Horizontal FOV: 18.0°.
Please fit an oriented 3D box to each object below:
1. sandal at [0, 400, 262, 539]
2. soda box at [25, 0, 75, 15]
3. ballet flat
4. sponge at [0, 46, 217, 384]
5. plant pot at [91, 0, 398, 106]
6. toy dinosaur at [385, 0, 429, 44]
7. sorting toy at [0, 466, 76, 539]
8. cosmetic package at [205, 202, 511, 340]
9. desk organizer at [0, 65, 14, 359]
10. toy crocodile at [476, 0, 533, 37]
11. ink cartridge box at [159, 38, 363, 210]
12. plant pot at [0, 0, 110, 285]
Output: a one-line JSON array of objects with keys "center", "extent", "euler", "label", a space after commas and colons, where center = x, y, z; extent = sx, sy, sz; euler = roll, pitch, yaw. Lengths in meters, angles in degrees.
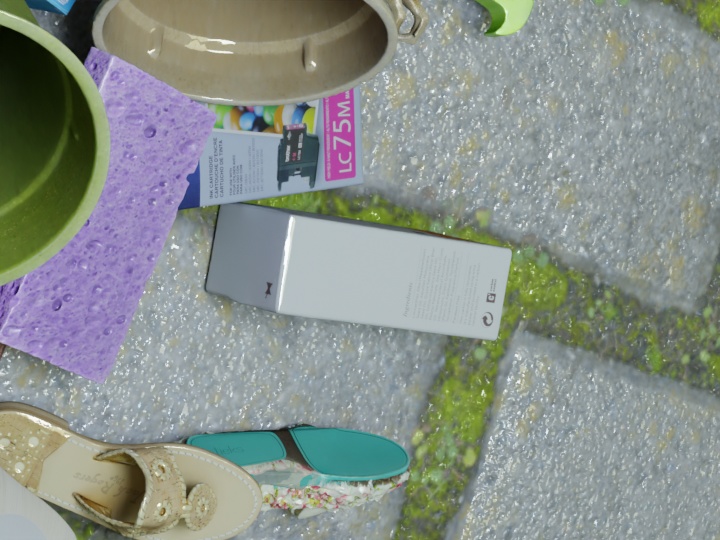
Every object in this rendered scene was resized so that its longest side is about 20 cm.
[{"center": [-0.164, 0.153, 1.547], "extent": [0.210, 0.070, 0.078], "euler": [20, 105, -16], "label": "sandal"}, {"center": [-0.259, -0.245, 1.450], "extent": [0.200, 0.068, 0.064], "euler": [37, 79, -33], "label": "soda box"}, {"center": [-0.058, 0.152, 1.669], "extent": [0.199, 0.076, 0.064], "euler": [4, 127, -30], "label": "ballet flat"}, {"center": [-0.173, -0.034, 1.500], "extent": [0.111, 0.030, 0.201], "euler": [26, 86, -52], "label": "sponge"}, {"center": [-0.075, -0.234, 1.500], "extent": [0.199, 0.200, 0.185], "euler": [15, 65, -35], "label": "plant pot"}, {"center": [0.031, -0.212, 1.600], "extent": [0.199, 0.058, 0.102], "euler": [18, 101, 4], "label": "toy dinosaur"}, {"center": [-0.280, 0.196, 1.489], "extent": [0.179, 0.107, 0.201], "euler": [29, 82, -32], "label": "sorting toy"}, {"center": [0.000, 0.000, 1.650], "extent": [0.199, 0.101, 0.072], "euler": [8, 94, -36], "label": "cosmetic package"}, {"center": [-0.253, -0.030, 1.491], "extent": [0.077, 0.072, 0.201], "euler": [25, 86, -40], "label": "desk organizer"}, {"center": [0.054, -0.248, 1.662], "extent": [0.200, 0.067, 0.062], "euler": [40, 76, -33], "label": "toy crocodile"}, {"center": [-0.089, -0.109, 1.609], "extent": [0.199, 0.042, 0.120], "euler": [-9, 103, -31], "label": "ink cartridge box"}, {"center": [-0.263, -0.118, 1.365], "extent": [0.198, 0.190, 0.201], "euler": [-8, 127, -11], "label": "plant pot"}]
